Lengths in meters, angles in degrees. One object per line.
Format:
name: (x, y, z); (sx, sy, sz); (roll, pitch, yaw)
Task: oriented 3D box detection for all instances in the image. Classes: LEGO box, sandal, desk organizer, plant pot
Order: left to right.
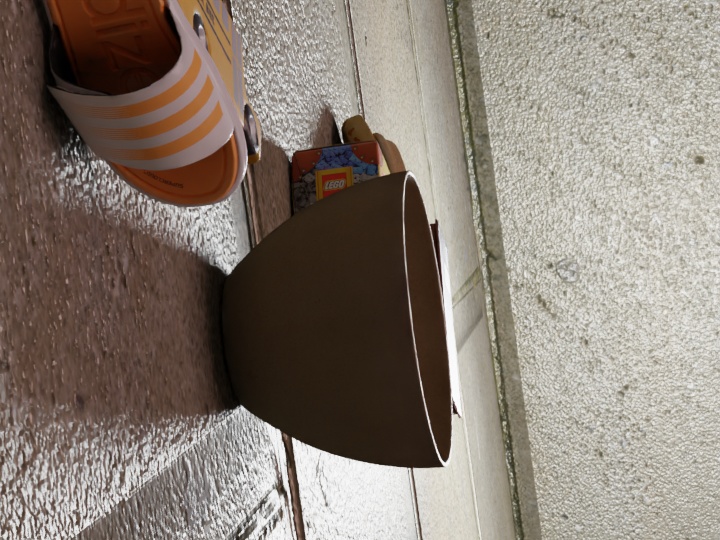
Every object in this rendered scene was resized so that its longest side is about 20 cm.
sandal: (-0.122, -0.107, 0.873); (0.059, 0.079, 0.207); (-82, 154, -55)
plant pot: (-0.019, 0.040, 1.209); (0.200, 0.134, 0.201); (-7, 90, -82)
LEGO box: (0.000, 0.000, 1.558); (0.200, 0.077, 0.149); (64, 21, -65)
desk organizer: (0.057, 0.055, 1.888); (0.072, 0.077, 0.200); (64, 20, -65)

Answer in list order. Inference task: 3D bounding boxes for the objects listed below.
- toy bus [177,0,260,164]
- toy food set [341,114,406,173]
toy bus: (-0.108, -0.124, 0.989); (0.200, 0.065, 0.078); (62, 21, -66)
toy food set: (0.025, -0.042, 1.776); (0.198, 0.049, 0.200); (-108, -171, -51)
